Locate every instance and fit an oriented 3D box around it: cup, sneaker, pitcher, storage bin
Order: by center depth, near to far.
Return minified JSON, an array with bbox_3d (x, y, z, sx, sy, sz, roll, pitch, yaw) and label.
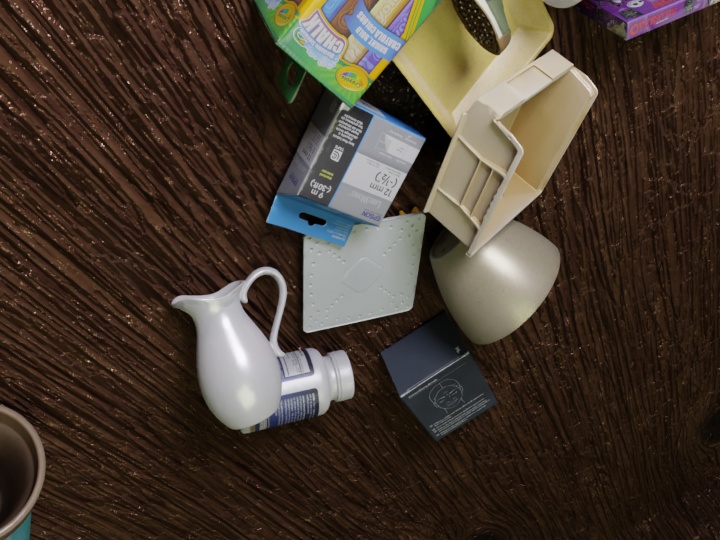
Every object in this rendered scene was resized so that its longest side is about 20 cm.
[{"bbox_3d":[0.133,-0.332,0.729,0.090,0.067,0.199,-50,137,2],"label":"sneaker"},{"bbox_3d":[0.198,-0.159,0.896,0.199,0.093,0.201,-37,159,-36],"label":"storage bin"},{"bbox_3d":[-0.166,0.110,0.994,0.167,0.121,0.206,-21,99,-17],"label":"pitcher"},{"bbox_3d":[0.190,-0.010,1.062,0.142,0.201,0.201,39,108,-15],"label":"cup"}]

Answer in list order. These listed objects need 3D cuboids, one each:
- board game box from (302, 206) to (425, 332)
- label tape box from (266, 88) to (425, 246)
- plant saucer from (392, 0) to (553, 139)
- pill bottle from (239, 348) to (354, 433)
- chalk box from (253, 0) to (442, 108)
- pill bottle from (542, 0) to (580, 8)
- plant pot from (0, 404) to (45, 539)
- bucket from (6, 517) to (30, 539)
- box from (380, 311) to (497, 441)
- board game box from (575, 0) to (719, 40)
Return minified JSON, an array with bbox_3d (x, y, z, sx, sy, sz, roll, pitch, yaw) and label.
[{"bbox_3d":[0.000,0.000,1.072,0.194,0.026,0.204,-11,133,-17],"label":"board game box"},{"bbox_3d":[-0.021,-0.122,0.907,0.140,0.066,0.204,16,110,-35],"label":"label tape box"},{"bbox_3d":[0.131,-0.292,0.837,0.201,0.048,0.199,-50,135,2],"label":"plant saucer"},{"bbox_3d":[-0.113,0.193,1.126,0.194,0.112,0.113,-10,133,-17],"label":"pill bottle"},{"bbox_3d":[-0.032,-0.279,0.739,0.200,0.126,0.123,-46,133,16],"label":"chalk box"},{"bbox_3d":[0.284,-0.403,0.782,0.199,0.104,0.105,-40,138,-13],"label":"pill bottle"},{"bbox_3d":[-0.566,0.319,0.981,0.195,0.205,0.175,3,146,-27],"label":"plant pot"},{"bbox_3d":[-0.635,0.463,1.092,0.201,0.136,0.212,-14,132,-15],"label":"bucket"},{"bbox_3d":[0.149,0.202,1.266,0.146,0.108,0.201,-31,136,4],"label":"box"},{"bbox_3d":[0.395,-0.365,0.876,0.195,0.121,0.033,-23,137,-6],"label":"board game box"}]
